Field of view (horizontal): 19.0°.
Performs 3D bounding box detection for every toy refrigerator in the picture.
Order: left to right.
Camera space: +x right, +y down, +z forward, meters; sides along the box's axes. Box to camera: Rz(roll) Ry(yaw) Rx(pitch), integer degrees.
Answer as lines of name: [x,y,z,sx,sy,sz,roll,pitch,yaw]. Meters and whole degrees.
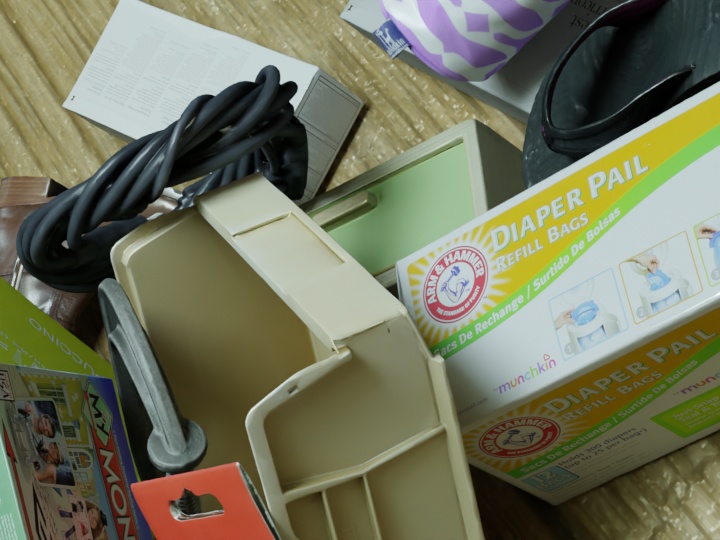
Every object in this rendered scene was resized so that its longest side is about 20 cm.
toy refrigerator: [0.000,0.000,1.149,0.199,0.070,0.076,-26,54,30]

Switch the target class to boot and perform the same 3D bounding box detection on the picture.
boot: [-0.171,0.046,1.284,0.186,0.064,0.201,1,72,41]

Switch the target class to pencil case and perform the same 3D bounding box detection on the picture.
pencil case: [0.092,-0.178,1.045,0.200,0.084,0.086,-41,77,26]

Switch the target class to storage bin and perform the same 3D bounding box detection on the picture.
storage bin: [-0.027,0.082,1.007,0.093,0.199,0.200,-21,27,-15]

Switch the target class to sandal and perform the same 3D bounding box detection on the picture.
sandal: [0.125,-0.096,0.992,0.200,0.048,0.076,-44,55,46]

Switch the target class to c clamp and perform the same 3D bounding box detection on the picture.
c clamp: [-0.086,0.106,1.028,0.027,0.201,0.171,-18,44,-11]

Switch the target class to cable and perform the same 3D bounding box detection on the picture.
cable: [-0.102,-0.044,1.099,0.163,0.200,0.051,-23,81,-7]

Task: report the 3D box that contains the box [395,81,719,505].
box: [0.130,0.014,0.999,0.200,0.112,0.102,-29,53,28]

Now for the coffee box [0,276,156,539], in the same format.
coffee box: [-0.238,0.126,1.157,0.198,0.200,0.200,-44,21,15]

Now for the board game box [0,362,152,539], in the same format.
board game box: [-0.128,0.144,0.978,0.029,0.135,0.201,-19,78,16]

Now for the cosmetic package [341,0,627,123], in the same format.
cosmetic package: [0.081,-0.129,1.149,0.200,0.051,0.083,32,92,45]

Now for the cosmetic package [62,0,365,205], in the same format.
cosmetic package: [-0.091,-0.099,1.293,0.200,0.051,0.083,26,84,45]

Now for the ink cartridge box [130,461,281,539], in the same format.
ink cartridge box: [-0.049,0.186,0.929,0.109,0.050,0.201,-19,99,57]
